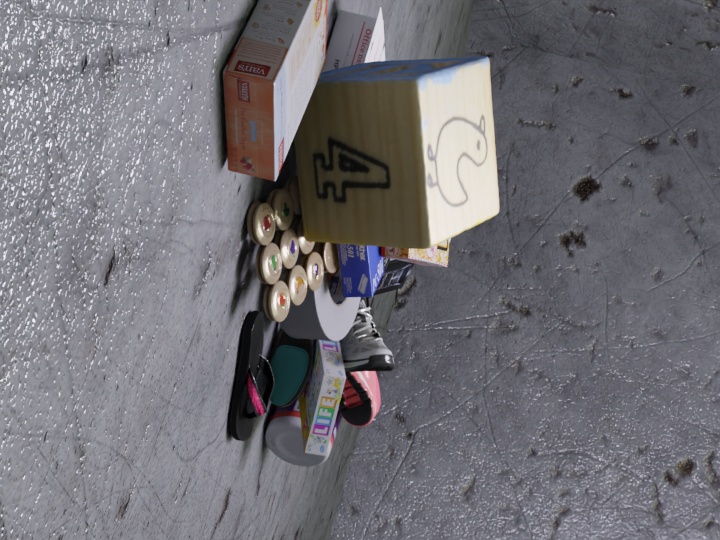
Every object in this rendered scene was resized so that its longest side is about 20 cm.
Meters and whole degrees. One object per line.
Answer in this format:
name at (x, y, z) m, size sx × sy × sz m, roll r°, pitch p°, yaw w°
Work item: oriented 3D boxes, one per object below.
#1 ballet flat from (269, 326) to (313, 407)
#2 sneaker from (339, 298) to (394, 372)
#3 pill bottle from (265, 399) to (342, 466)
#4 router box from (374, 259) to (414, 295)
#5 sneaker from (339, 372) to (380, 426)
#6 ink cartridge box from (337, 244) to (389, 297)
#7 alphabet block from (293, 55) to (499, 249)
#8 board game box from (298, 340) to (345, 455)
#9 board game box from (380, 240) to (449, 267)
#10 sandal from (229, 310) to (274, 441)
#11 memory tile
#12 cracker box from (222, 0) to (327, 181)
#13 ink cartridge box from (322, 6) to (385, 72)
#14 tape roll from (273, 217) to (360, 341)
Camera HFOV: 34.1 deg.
ballet flat at (-0.093, 0.104, 1.755) m, size 0.064 × 0.066 × 0.203 m, roll -17°, pitch 119°, yaw -72°
sneaker at (-0.005, 0.091, 1.754) m, size 0.200 × 0.074 × 0.117 m, roll 178°, pitch -87°, yaw -71°
pill bottle at (-0.078, 0.211, 1.927) m, size 0.112 × 0.110 × 0.201 m, roll 97°, pitch 9°, yaw -46°
router box at (0.000, 0.000, 1.850) m, size 0.200 × 0.155 × 0.053 m, roll 112°, pitch -38°, yaw -73°
sneaker at (-0.018, 0.150, 1.899) m, size 0.087 × 0.073 × 0.203 m, roll -11°, pitch 85°, yaw -68°
ink cartridge box at (0.011, -0.043, 1.634) m, size 0.200 × 0.043 × 0.095 m, roll -62°, pitch 148°, yaw -65°
alphabet block at (0.044, -0.150, 1.457) m, size 0.194 × 0.194 × 0.203 m, roll -25°, pitch 114°, yaw -50°
board game box at (-0.061, 0.162, 1.757) m, size 0.201 × 0.034 × 0.136 m, roll -104°, pitch -154°, yaw -63°
board game box at (0.086, -0.112, 1.662) m, size 0.151 × 0.046 × 0.204 m, roll 11°, pitch 83°, yaw -64°
sandal at (-0.139, 0.148, 1.556) m, size 0.075 × 0.044 × 0.203 m, roll -66°, pitch 168°, yaw -59°
memory tile at (-0.079, -0.037, 1.467) m, size 0.200 × 0.017 × 0.156 m, roll -46°, pitch 131°, yaw -57°
cracker box at (-0.086, -0.213, 1.220) m, size 0.135 × 0.057 × 0.202 m, roll 95°, pitch 10°, yaw -50°
ink cartridge box at (-0.011, -0.287, 1.666) m, size 0.200 × 0.067 × 0.118 m, roll 82°, pitch 23°, yaw -74°
tape roll at (-0.056, -0.005, 1.636) m, size 0.200 × 0.065 × 0.204 m, roll 3°, pitch 90°, yaw -71°
